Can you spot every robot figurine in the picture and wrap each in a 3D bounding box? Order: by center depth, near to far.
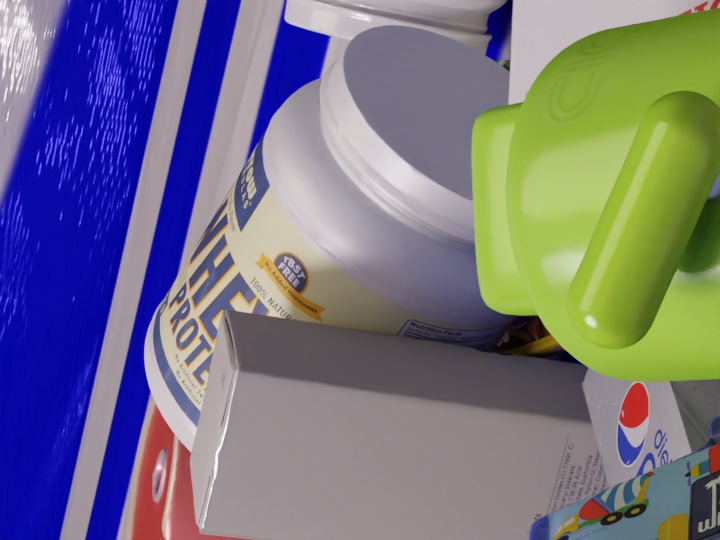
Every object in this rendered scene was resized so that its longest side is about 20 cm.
[{"bbox_3d":[0.127,-0.025,0.650,0.200,0.175,0.116,-5,84,43],"label":"robot figurine"}]

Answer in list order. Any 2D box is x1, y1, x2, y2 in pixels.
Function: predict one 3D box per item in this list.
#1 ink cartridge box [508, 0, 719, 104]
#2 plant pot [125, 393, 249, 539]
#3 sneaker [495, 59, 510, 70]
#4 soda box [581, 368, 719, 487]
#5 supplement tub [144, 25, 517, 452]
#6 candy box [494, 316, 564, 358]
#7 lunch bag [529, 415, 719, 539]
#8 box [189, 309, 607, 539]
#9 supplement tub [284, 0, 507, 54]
[{"bbox_3d":[0.133,-0.138,0.808,0.146,0.084,0.200,-23,56,50],"label":"ink cartridge box"},{"bbox_3d":[-0.032,0.131,1.182,0.200,0.177,0.201,-169,90,-77],"label":"plant pot"},{"bbox_3d":[0.064,-0.083,1.125,0.200,0.088,0.077,149,129,-72],"label":"sneaker"},{"bbox_3d":[0.135,0.084,0.767,0.200,0.063,0.068,-98,21,-53],"label":"soda box"},{"bbox_3d":[0.000,0.000,0.985,0.200,0.145,0.145,-56,25,34],"label":"supplement tub"},{"bbox_3d":[0.091,-0.012,1.043,0.200,0.026,0.102,146,117,-72],"label":"candy box"},{"bbox_3d":[0.129,0.106,0.617,0.150,0.094,0.200,-28,26,15],"label":"lunch bag"},{"bbox_3d":[0.032,0.077,0.902,0.068,0.200,0.082,-109,31,-67],"label":"box"},{"bbox_3d":[0.035,-0.233,1.241,0.140,0.140,0.200,-133,54,-73],"label":"supplement tub"}]
